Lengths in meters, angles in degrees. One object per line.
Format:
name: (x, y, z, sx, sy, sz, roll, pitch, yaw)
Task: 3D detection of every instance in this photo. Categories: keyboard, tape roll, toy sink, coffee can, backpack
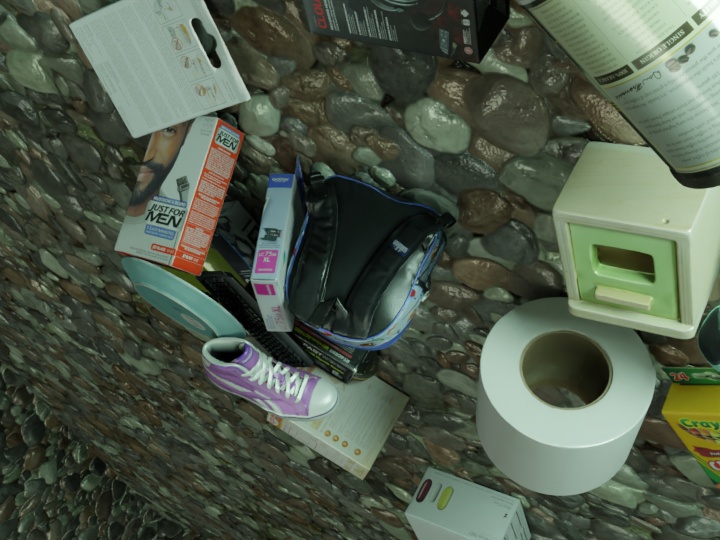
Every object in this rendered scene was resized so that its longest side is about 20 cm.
keyboard: (-0.160, 0.071, 1.178, 0.127, 0.021, 0.200, 0, 138, 47)
tape roll: (0.242, 0.153, 1.031, 0.202, 0.203, 0.139, 22, 148, 19)
toy sink: (0.280, -0.012, 0.842, 0.130, 0.112, 0.200, 14, 145, 32)
coffee can: (0.229, -0.180, 0.612, 0.200, 0.147, 0.146, 42, 149, -15)
backpack: (0.000, 0.000, 1.055, 0.199, 0.191, 0.154, 21, 164, 21)

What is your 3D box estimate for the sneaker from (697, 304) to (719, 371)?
sneaker: (0.427, 0.023, 0.796, 0.139, 0.078, 0.200, 13, 127, -23)

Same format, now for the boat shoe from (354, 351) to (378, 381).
boat shoe: (-0.066, 0.128, 1.424, 0.200, 0.076, 0.074, 34, 153, 1)

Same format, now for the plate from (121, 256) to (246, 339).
plate: (-0.248, 0.048, 1.165, 0.200, 0.026, 0.200, 27, 160, 10)

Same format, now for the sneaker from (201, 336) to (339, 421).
sneaker: (-0.127, 0.147, 1.164, 0.200, 0.073, 0.114, 14, 153, 6)

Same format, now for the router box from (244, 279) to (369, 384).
router box: (-0.060, 0.046, 1.219, 0.199, 0.150, 0.062, 32, 152, 4)

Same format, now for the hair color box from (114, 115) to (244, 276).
hair color box: (-0.240, -0.105, 1.123, 0.111, 0.201, 0.064, 13, 172, 32)

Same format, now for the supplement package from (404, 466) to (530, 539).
supplement package: (0.211, 0.497, 1.654, 0.199, 0.111, 0.156, 12, 144, 31)

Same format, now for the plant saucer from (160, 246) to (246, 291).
plant saucer: (-0.287, 0.011, 1.510, 0.199, 0.031, 0.200, 25, 150, 15)

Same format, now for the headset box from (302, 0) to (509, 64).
headset box: (0.023, -0.278, 0.741, 0.199, 0.077, 0.149, 17, 147, 24)

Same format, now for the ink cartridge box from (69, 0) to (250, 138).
ink cartridge box: (-0.238, -0.262, 1.038, 0.199, 0.057, 0.163, -13, 118, 26)

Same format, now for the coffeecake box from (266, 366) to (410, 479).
coffeecake box: (-0.039, 0.242, 1.481, 0.199, 0.154, 0.073, 31, 150, 5)

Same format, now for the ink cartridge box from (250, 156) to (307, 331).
ink cartridge box: (-0.101, -0.036, 1.094, 0.042, 0.201, 0.120, 3, 145, 8)

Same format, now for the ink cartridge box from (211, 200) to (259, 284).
ink cartridge box: (-0.170, -0.023, 1.339, 0.099, 0.039, 0.200, -6, 133, 47)

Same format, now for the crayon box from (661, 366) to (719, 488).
crayon box: (0.460, 0.197, 1.036, 0.127, 0.051, 0.200, -9, 129, 51)
